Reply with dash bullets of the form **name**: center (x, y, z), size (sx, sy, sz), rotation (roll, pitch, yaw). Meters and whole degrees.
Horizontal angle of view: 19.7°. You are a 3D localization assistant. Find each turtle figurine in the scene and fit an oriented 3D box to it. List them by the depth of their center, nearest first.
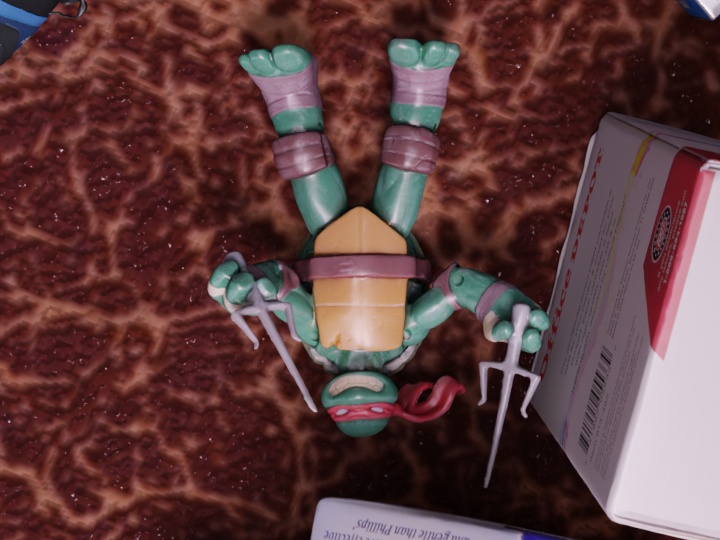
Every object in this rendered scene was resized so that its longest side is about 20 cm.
- **turtle figurine**: center (0.000, 0.000, 0.936), size (0.149, 0.101, 0.202), rotation (-2, 84, -16)

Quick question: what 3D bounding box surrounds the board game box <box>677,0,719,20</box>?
- **board game box**: center (0.163, -0.250, 0.922), size (0.196, 0.056, 0.200), rotation (-42, 98, 5)

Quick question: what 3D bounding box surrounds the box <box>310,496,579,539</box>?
- **box**: center (0.053, 0.211, 0.893), size (0.104, 0.184, 0.202), rotation (5, 82, 33)

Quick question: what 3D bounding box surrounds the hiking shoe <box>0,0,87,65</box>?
- **hiking shoe**: center (-0.215, -0.172, 0.922), size (0.087, 0.074, 0.200), rotation (-38, 108, -3)

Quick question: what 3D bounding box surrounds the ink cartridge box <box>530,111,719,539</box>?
- **ink cartridge box**: center (0.142, 0.019, 0.892), size (0.082, 0.200, 0.147), rotation (13, 99, -6)
